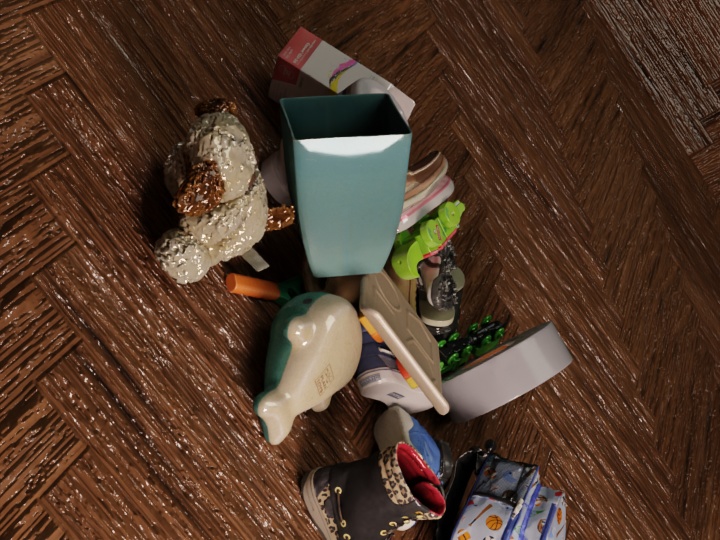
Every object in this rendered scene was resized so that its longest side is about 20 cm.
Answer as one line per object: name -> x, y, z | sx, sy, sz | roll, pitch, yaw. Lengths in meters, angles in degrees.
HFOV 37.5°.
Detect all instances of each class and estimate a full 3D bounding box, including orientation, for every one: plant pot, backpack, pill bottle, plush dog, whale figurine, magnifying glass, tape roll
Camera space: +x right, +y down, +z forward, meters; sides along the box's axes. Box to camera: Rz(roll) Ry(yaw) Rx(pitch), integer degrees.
plant pot -> -0.023, -0.100, 1.324 | 0.141, 0.141, 0.200 | -111, -160, -59
backpack -> 0.182, 0.361, 1.378 | 0.191, 0.154, 0.200 | -47, 137, -40
pill bottle -> -0.040, -0.169, 1.460 | 0.111, 0.200, 0.111 | 37, 36, -34
plush dog -> -0.162, -0.103, 1.230 | 0.172, 0.160, 0.200 | 87, 1, -54
whale figurine -> -0.080, 0.113, 1.295 | 0.200, 0.104, 0.159 | -54, 145, -33
magnifying glass -> -0.099, 0.032, 1.394 | 0.200, 0.022, 0.080 | 16, 51, -50
tape roll -> 0.208, 0.149, 1.556 | 0.200, 0.200, 0.066 | -24, 85, -58

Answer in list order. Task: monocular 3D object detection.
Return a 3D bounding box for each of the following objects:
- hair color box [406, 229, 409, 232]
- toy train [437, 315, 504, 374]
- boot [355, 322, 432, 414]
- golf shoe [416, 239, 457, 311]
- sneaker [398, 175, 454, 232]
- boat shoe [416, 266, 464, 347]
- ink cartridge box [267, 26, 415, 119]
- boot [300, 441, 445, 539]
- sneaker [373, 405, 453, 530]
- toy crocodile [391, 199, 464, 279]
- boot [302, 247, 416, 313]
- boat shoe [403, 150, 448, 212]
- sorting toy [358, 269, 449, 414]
hair color box -> 0.002, -0.134, 1.626 | 0.101, 0.061, 0.200 | 14, 53, -49
toy train -> 0.135, 0.124, 1.561 | 0.200, 0.056, 0.042 | -24, 57, -35
boot -> 0.047, 0.133, 1.434 | 0.200, 0.073, 0.091 | 41, 32, -61
golf shoe -> 0.098, 0.006, 1.608 | 0.200, 0.094, 0.078 | -83, 161, -63
sneaker -> 0.070, -0.132, 1.587 | 0.200, 0.075, 0.105 | -39, 104, -52
boat shoe -> 0.121, 0.052, 1.647 | 0.202, 0.073, 0.063 | -74, 169, -60
ink cartridge box -> -0.029, -0.251, 1.546 | 0.200, 0.117, 0.068 | 32, 66, 2
boot -> 0.034, 0.300, 1.239 | 0.200, 0.150, 0.073 | 61, 32, 1
sneaker -> 0.078, 0.271, 1.371 | 0.111, 0.077, 0.200 | 38, 20, -24
toy crocodile -> 0.104, -0.052, 1.568 | 0.062, 0.067, 0.200 | 61, 34, -11
boot -> 0.000, 0.000, 1.492 | 0.200, 0.066, 0.175 | 32, 35, -42
boat shoe -> 0.042, -0.114, 1.464 | 0.200, 0.076, 0.072 | -40, 104, -28
sorting toy -> 0.048, 0.078, 1.385 | 0.185, 0.036, 0.200 | 53, 12, -22
